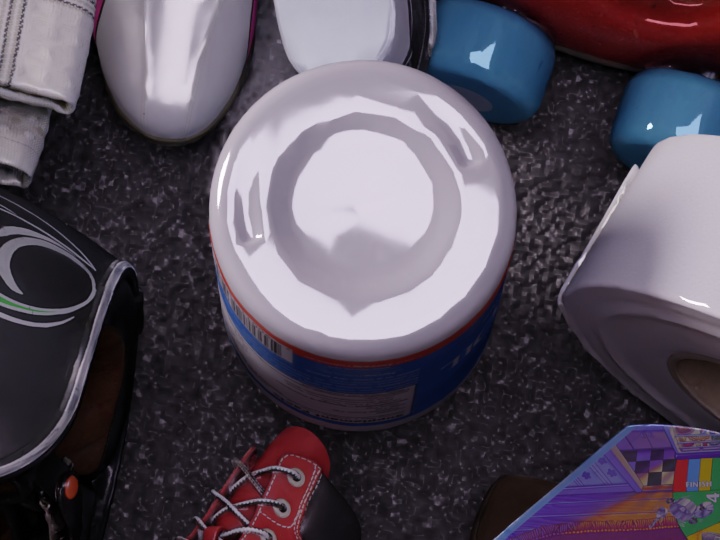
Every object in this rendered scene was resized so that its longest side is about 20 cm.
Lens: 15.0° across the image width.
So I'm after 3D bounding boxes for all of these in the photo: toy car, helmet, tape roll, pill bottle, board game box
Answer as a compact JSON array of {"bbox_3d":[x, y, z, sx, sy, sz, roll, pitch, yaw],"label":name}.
[{"bbox_3d":[0.119,-0.158,1.092,0.176,0.200,0.185,19,76,4],"label":"toy car"},{"bbox_3d":[-0.192,0.053,1.042,0.190,0.200,0.201,10,76,4],"label":"helmet"},{"bbox_3d":[0.179,0.032,1.048,0.202,0.202,0.071,30,78,6],"label":"tape roll"},{"bbox_3d":[0.000,0.000,1.052,0.112,0.200,0.113,0,77,-1],"label":"pill bottle"},{"bbox_3d":[0.110,0.156,1.037,0.158,0.039,0.200,41,112,-17],"label":"board game box"}]

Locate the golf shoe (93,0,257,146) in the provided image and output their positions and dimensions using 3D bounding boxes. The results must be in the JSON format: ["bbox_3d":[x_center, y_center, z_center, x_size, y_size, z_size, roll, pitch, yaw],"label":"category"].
[{"bbox_3d":[-0.076,-0.154,1.145,0.072,0.092,0.201,5,78,0],"label":"golf shoe"}]

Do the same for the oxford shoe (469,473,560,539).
[{"bbox_3d":[0.143,0.115,1.095,0.199,0.073,0.085,10,60,-6],"label":"oxford shoe"}]

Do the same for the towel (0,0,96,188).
[{"bbox_3d":[-0.192,-0.146,1.075,0.192,0.035,0.201,18,63,-18],"label":"towel"}]

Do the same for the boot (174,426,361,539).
[{"bbox_3d":[-0.069,0.113,1.034,0.072,0.200,0.145,10,74,31],"label":"boot"}]

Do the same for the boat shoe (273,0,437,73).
[{"bbox_3d":[-0.002,-0.169,1.114,0.073,0.068,0.200,-15,82,25],"label":"boat shoe"}]
